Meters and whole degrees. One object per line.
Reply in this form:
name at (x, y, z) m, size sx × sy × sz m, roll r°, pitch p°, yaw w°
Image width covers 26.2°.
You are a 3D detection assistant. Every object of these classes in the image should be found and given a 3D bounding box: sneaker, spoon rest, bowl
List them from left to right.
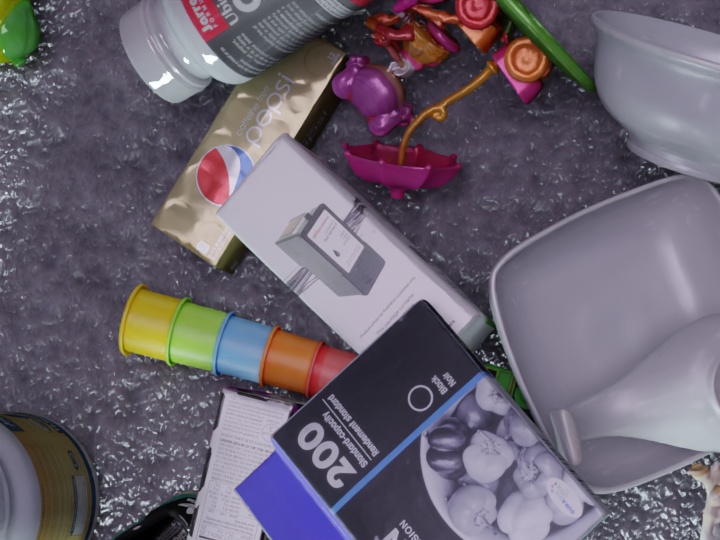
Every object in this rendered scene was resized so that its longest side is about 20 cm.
sneaker at (-0.193, 0.253, 1.223) m, size 0.071 × 0.080 × 0.200 m, roll 41°, pitch 92°, yaw 12°
bowl at (0.201, 0.048, 1.159) m, size 0.199 × 0.075 × 0.201 m, roll -24°, pitch 91°, yaw -9°
spoon rest at (0.218, 0.091, 1.103) m, size 0.198 × 0.061 × 0.100 m, roll -13°, pitch 91°, yaw -21°
bowl at (0.255, -0.122, 1.149) m, size 0.199 × 0.201 × 0.091 m, roll 19°, pitch 108°, yaw 11°

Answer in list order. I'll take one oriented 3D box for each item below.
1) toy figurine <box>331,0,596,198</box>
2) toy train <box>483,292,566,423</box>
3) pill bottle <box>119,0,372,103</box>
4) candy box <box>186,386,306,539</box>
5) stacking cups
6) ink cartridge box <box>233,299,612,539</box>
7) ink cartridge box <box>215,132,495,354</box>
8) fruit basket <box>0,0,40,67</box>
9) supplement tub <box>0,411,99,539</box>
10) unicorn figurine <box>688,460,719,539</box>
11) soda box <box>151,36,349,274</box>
toy figurine at (0.050, -0.152, 1.203) m, size 0.184 × 0.150 × 0.200 m, roll -43°, pitch 87°, yaw 12°
toy train at (0.116, 0.103, 1.210) m, size 0.056 × 0.042 × 0.202 m, roll 15°, pitch 86°, yaw 21°
pill bottle at (-0.082, -0.211, 1.177) m, size 0.199 × 0.111 × 0.111 m, roll -30°, pitch 79°, yaw 21°
candy box at (-0.084, 0.195, 1.184) m, size 0.060 × 0.136 × 0.202 m, roll 13°, pitch 87°, yaw 12°
stacking cups at (-0.092, 0.065, 1.238) m, size 0.198 × 0.060 × 0.061 m, roll 15°, pitch 86°, yaw 11°
ink cartridge box at (0.033, 0.157, 1.056) m, size 0.200 × 0.043 × 0.198 m, roll -43°, pitch 70°, yaw 5°
ink cartridge box at (0.000, 0.000, 1.186) m, size 0.200 × 0.145 × 0.084 m, roll 43°, pitch 93°, yaw 12°
fruit basket at (-0.350, -0.265, 1.287) m, size 0.213 × 0.156 × 0.218 m, roll -8°, pitch 67°, yaw 19°
supplement tub at (-0.296, 0.180, 1.189) m, size 0.143 × 0.200 × 0.146 m, roll -1°, pitch 83°, yaw 9°
unicorn figurine at (0.279, 0.199, 1.141) m, size 0.198 × 0.074 × 0.139 m, roll -16°, pitch 112°, yaw -3°
soda box at (-0.084, -0.101, 1.255) m, size 0.067 × 0.064 × 0.201 m, roll 32°, pitch 90°, yaw 12°
